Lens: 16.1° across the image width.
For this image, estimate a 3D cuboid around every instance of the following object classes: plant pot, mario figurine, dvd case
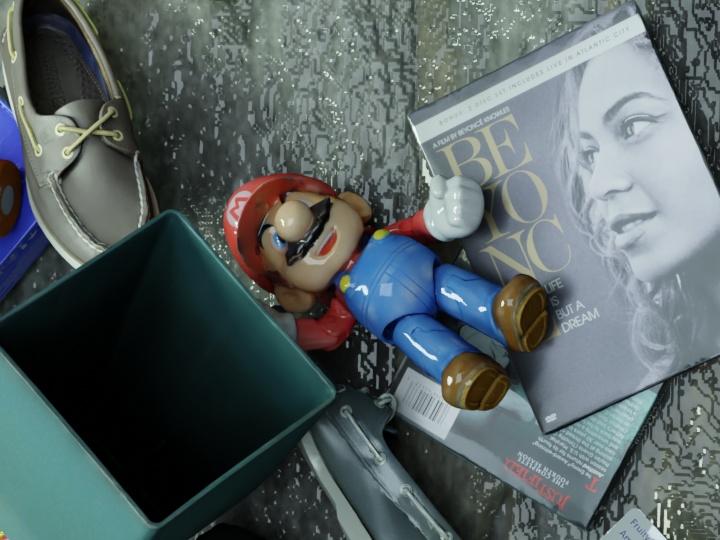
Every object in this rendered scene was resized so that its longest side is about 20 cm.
[{"bbox_3d":[-0.135,0.100,1.426,0.141,0.141,0.200,47,144,12],"label":"plant pot"},{"bbox_3d":[0.000,0.000,1.425,0.199,0.123,0.107,27,131,29],"label":"mario figurine"},{"bbox_3d":[0.116,0.026,1.453,0.145,0.022,0.201,29,98,17],"label":"dvd case"},{"bbox_3d":[0.129,-0.029,1.430,0.148,0.016,0.201,-26,81,17],"label":"dvd case"}]

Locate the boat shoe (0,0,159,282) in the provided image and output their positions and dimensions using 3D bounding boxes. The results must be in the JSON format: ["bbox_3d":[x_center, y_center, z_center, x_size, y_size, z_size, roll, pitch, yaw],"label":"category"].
[{"bbox_3d":[-0.166,-0.083,1.490,0.071,0.060,0.201,-13,57,-14],"label":"boat shoe"}]

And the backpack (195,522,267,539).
[{"bbox_3d":[-0.069,0.276,1.463,0.162,0.154,0.201,29,112,17],"label":"backpack"}]

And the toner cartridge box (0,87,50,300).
[{"bbox_3d":[-0.260,-0.012,1.559,0.095,0.043,0.200,43,96,16],"label":"toner cartridge box"}]

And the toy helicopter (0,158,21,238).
[{"bbox_3d":[-0.266,0.016,1.467,0.078,0.132,0.202,9,88,14],"label":"toy helicopter"}]

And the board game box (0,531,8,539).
[{"bbox_3d":[-0.219,0.128,1.556,0.199,0.039,0.159,27,98,17],"label":"board game box"}]

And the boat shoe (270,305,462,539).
[{"bbox_3d":[-0.001,0.101,1.471,0.061,0.073,0.201,-26,71,-5],"label":"boat shoe"}]

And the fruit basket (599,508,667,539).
[{"bbox_3d":[0.142,0.265,1.398,0.185,0.094,0.200,48,112,13],"label":"fruit basket"}]
